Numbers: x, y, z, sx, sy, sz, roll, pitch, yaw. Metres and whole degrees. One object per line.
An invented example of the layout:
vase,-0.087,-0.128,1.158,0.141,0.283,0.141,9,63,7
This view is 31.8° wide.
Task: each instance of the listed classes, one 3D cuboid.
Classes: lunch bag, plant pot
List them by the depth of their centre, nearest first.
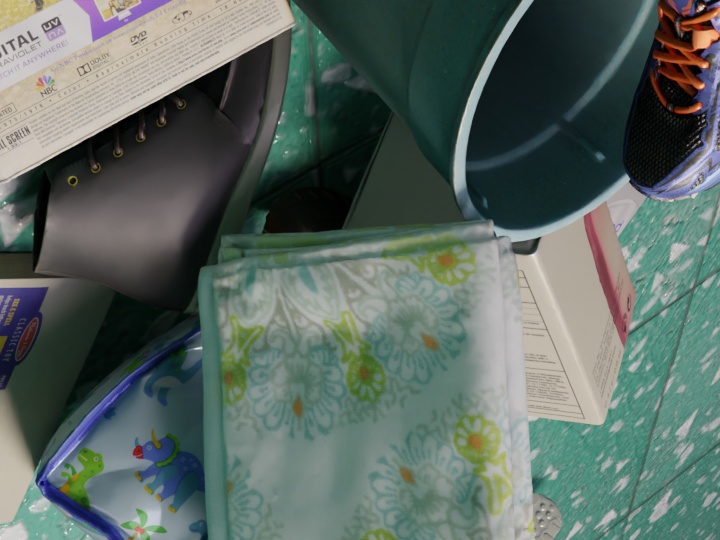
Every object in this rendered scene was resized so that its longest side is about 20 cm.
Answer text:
plant pot,0.063,-0.153,0.658,0.199,0.196,0.201,-30,145,-24
lunch bag,-0.093,0.086,0.768,0.201,0.127,0.170,-52,-172,-16

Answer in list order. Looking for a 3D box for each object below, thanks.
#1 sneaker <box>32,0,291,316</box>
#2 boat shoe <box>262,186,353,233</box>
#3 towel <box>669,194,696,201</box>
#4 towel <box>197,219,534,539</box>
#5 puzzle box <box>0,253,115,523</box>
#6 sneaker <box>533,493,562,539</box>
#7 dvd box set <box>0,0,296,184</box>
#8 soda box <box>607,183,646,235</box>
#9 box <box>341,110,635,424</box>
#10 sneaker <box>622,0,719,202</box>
sneaker,-0.106,-0.077,0.667,0.105,0.075,0.202,11,103,-22
boat shoe,0.000,0.000,0.878,0.074,0.076,0.199,-52,148,16
towel,0.184,-0.169,0.729,0.032,0.192,0.201,9,122,-33
towel,-0.001,0.078,0.627,0.048,0.169,0.203,-3,90,-60
puzzle box,-0.230,0.076,0.736,0.132,0.025,0.201,0,126,-49
sneaker,0.140,0.323,1.428,0.199,0.077,0.081,-32,158,-13
dvd box set,-0.127,-0.154,0.491,0.145,0.029,0.201,-31,119,-11
soda box,0.154,-0.016,1.047,0.063,0.068,0.201,10,118,-54
box,0.090,-0.002,0.814,0.201,0.126,0.110,60,44,-48
sneaker,0.155,-0.124,0.560,0.078,0.075,0.202,-5,123,-35
